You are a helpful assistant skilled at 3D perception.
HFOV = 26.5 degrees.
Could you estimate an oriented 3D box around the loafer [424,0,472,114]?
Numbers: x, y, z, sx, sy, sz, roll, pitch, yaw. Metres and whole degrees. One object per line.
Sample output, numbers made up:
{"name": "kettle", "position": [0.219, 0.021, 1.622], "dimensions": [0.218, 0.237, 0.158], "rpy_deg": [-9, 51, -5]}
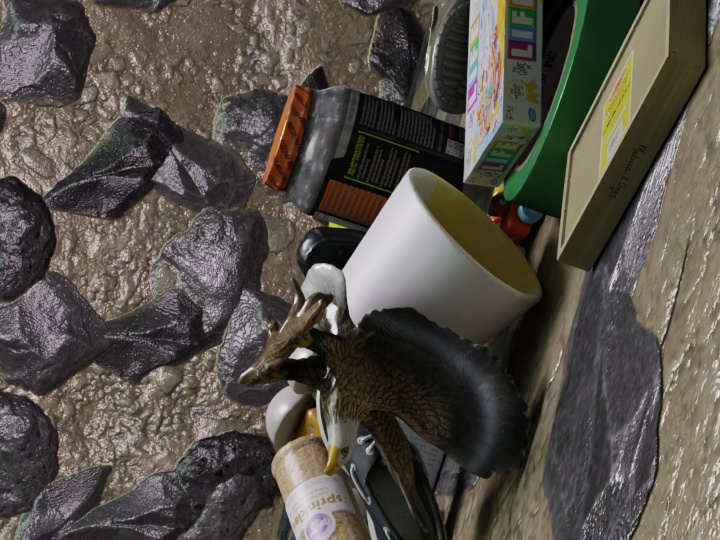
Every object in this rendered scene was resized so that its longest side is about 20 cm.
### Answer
{"name": "loafer", "position": [0.104, -0.240, 1.438], "dimensions": [0.070, 0.074, 0.202], "rpy_deg": [159, 128, -73]}

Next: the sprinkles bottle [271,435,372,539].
{"name": "sprinkles bottle", "position": [-0.024, 0.245, 1.391], "dimensions": [0.201, 0.068, 0.069], "rpy_deg": [-115, 36, -43]}

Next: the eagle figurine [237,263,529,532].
{"name": "eagle figurine", "position": [0.012, 0.099, 1.169], "dimensions": [0.152, 0.199, 0.152], "rpy_deg": [-63, 18, 0]}

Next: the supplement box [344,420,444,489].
{"name": "supplement box", "position": [0.045, 0.119, 1.515], "dimensions": [0.101, 0.102, 0.202], "rpy_deg": [-136, 62, -84]}

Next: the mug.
{"name": "mug", "position": [0.058, 0.028, 1.276], "dimensions": [0.153, 0.186, 0.150], "rpy_deg": [-47, 46, 17]}

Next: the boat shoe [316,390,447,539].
{"name": "boat shoe", "position": [0.023, 0.172, 1.345], "dimensions": [0.202, 0.075, 0.060], "rpy_deg": [63, 155, 9]}

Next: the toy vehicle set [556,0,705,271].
{"name": "toy vehicle set", "position": [0.190, -0.110, 1.081], "dimensions": [0.201, 0.026, 0.125], "rpy_deg": [112, 174, -46]}

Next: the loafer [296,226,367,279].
{"name": "loafer", "position": [0.000, 0.000, 1.369], "dimensions": [0.068, 0.070, 0.200], "rpy_deg": [-52, -34, 9]}

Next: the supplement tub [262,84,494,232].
{"name": "supplement tub", "position": [0.018, -0.093, 1.400], "dimensions": [0.123, 0.198, 0.124], "rpy_deg": [-161, 90, -82]}

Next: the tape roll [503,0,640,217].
{"name": "tape roll", "position": [0.175, -0.147, 1.279], "dimensions": [0.200, 0.048, 0.203], "rpy_deg": [-162, 90, -85]}

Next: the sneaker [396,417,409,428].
{"name": "sneaker", "position": [0.067, 0.122, 1.320], "dimensions": [0.200, 0.087, 0.076], "rpy_deg": [153, 136, -82]}

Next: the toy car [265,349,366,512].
{"name": "toy car", "position": [-0.001, 0.161, 1.753], "dimensions": [0.149, 0.175, 0.201], "rpy_deg": [-25, -34, -43]}

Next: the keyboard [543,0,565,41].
{"name": "keyboard", "position": [0.157, -0.292, 1.344], "dimensions": [0.201, 0.039, 0.105], "rpy_deg": [-90, 22, -52]}

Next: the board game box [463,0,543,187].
{"name": "board game box", "position": [0.122, -0.190, 1.310], "dimensions": [0.135, 0.034, 0.202], "rpy_deg": [117, 157, -69]}

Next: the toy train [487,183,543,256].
{"name": "toy train", "position": [0.132, -0.068, 1.458], "dimensions": [0.200, 0.055, 0.152], "rpy_deg": [124, 164, -73]}

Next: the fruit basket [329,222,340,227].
{"name": "fruit basket", "position": [0.042, -0.005, 1.663], "dimensions": [0.216, 0.154, 0.218], "rpy_deg": [-166, 90, -79]}
